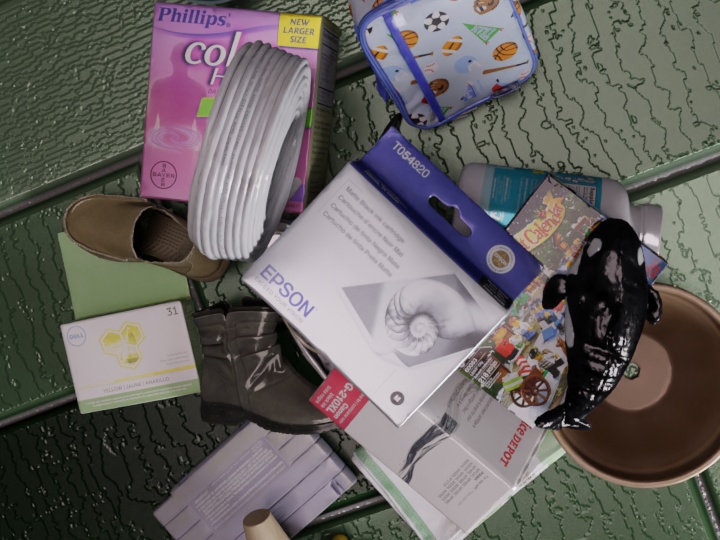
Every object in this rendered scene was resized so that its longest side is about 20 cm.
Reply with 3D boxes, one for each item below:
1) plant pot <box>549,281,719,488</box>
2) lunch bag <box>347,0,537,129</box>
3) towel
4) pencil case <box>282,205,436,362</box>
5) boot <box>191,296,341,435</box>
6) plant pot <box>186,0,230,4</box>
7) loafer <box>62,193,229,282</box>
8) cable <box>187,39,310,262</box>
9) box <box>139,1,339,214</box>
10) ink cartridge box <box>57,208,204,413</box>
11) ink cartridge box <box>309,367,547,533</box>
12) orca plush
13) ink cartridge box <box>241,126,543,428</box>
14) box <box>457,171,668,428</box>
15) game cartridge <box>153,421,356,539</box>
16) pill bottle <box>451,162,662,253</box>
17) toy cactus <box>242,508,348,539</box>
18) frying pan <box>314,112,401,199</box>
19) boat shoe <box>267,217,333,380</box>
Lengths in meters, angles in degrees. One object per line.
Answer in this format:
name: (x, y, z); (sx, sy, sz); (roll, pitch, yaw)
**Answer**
plant pot: (0.278, 0.107, 1.077); (0.200, 0.093, 0.201); (1, 96, 6)
lunch bag: (0.078, -0.223, 1.037); (0.160, 0.200, 0.076); (-25, 56, 9)
towel: (0.108, 0.192, 1.145); (0.200, 0.031, 0.149); (-42, 89, 10)
pencil case: (0.000, 0.000, 1.066); (0.089, 0.200, 0.078); (43, 144, -4)
boot: (-0.088, 0.095, 1.107); (0.200, 0.068, 0.131); (2, 99, 24)
plant pot: (-0.168, -0.386, 1.070); (0.134, 0.200, 0.200); (39, 101, 31)
loafer: (-0.234, -0.043, 1.142); (0.200, 0.067, 0.076); (12, 77, 16)
cable: (-0.099, -0.104, 0.968); (0.069, 0.200, 0.200); (17, 100, 1)
box: (-0.123, -0.166, 1.116); (0.176, 0.097, 0.200); (7, 96, 8)
ink cartridge box: (-0.256, 0.045, 1.181); (0.145, 0.048, 0.200); (-11, 96, 10)
ink cartridge box: (0.073, 0.136, 1.056); (0.200, 0.145, 0.084); (40, 122, 5)
orca plush: (0.204, 0.056, 0.951); (0.105, 0.071, 0.200); (27, 103, 4)
ink cartridge box: (0.031, 0.003, 0.964); (0.200, 0.041, 0.200); (42, 87, 3)
box: (0.169, 0.028, 1.009); (0.137, 0.038, 0.200); (37, 103, 2)
game cartridge: (-0.118, 0.246, 1.184); (0.200, 0.038, 0.130); (-42, 84, 10)
pill bottle: (0.193, -0.043, 1.070); (0.200, 0.111, 0.111); (8, 96, 8)
toy cactus: (-0.080, 0.324, 1.145); (0.200, 0.102, 0.165); (-21, 110, -3)
frying pan: (-0.017, -0.080, 1.102); (0.031, 0.115, 0.190); (19, 97, 24)
boat shoe: (-0.050, 0.034, 1.137); (0.074, 0.065, 0.200); (-32, 90, 10)
